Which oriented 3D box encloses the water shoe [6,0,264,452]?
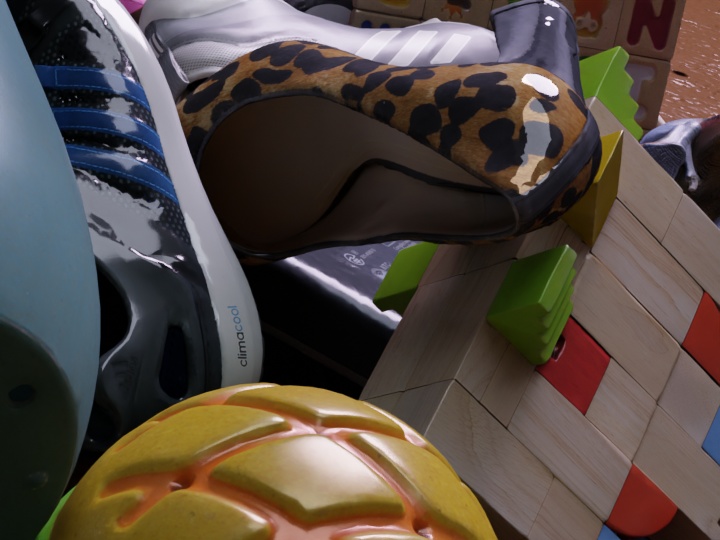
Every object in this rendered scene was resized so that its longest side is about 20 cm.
[{"bbox_3d":[-0.102,-0.031,0.751,0.079,0.072,0.200,-8,59,-46],"label":"water shoe"}]

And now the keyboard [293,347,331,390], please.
[{"bbox_3d":[-0.067,0.017,0.856,0.127,0.021,0.200,14,24,-16],"label":"keyboard"}]

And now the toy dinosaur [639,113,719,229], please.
[{"bbox_3d":[0.158,-0.024,0.957,0.105,0.200,0.181,49,22,6],"label":"toy dinosaur"}]

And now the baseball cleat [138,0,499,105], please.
[{"bbox_3d":[0.003,-0.062,0.926,0.199,0.070,0.107,8,39,-26],"label":"baseball cleat"}]

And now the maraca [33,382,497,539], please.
[{"bbox_3d":[-0.022,0.097,0.590,0.137,0.107,0.200,8,23,-2],"label":"maraca"}]

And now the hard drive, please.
[{"bbox_3d":[0.000,0.000,0.887,0.200,0.033,0.140,29,21,11],"label":"hard drive"}]

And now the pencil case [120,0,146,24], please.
[{"bbox_3d":[-0.149,-0.108,0.998,0.199,0.094,0.091,18,22,1],"label":"pencil case"}]

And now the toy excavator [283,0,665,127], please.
[{"bbox_3d":[0.062,-0.084,1.065,0.199,0.195,0.100,-15,27,-4],"label":"toy excavator"}]

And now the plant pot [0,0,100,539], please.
[{"bbox_3d":[-0.160,0.007,0.602,0.200,0.201,0.161,0,38,-35],"label":"plant pot"}]

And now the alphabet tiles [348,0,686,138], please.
[{"bbox_3d":[0.071,-0.106,1.014,0.166,0.201,0.006,7,13,-26],"label":"alphabet tiles"}]

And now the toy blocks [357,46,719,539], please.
[{"bbox_3d":[0.079,0.045,0.766,0.137,0.100,0.200,44,55,-22],"label":"toy blocks"}]

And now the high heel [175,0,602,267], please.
[{"bbox_3d":[-0.017,-0.025,0.747,0.200,0.072,0.143,-23,23,14],"label":"high heel"}]
